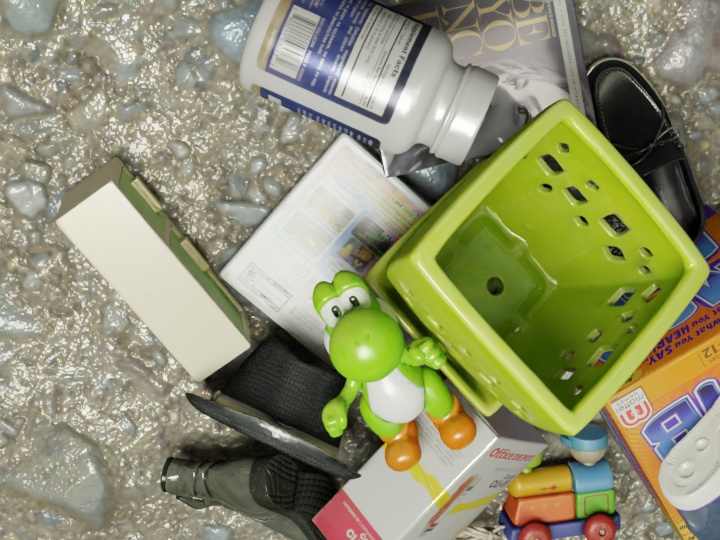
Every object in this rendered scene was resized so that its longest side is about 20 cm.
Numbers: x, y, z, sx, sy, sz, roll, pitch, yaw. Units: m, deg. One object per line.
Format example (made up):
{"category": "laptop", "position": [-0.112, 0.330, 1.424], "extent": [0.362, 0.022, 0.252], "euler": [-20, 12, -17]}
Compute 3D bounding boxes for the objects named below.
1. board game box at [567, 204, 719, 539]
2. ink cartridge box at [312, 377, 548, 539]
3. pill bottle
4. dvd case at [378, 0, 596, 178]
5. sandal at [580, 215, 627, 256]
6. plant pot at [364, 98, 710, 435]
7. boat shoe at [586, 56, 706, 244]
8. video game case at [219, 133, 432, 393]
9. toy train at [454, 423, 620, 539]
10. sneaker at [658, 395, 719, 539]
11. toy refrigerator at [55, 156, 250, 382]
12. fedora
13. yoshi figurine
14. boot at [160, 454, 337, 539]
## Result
{"category": "board game box", "position": [0.325, 0.097, 1.052], "extent": [0.200, 0.200, 0.200], "euler": [-32, 113, 5]}
{"category": "ink cartridge box", "position": [0.072, 0.208, 1.087], "extent": [0.200, 0.083, 0.145], "euler": [-49, 151, 12]}
{"category": "pill bottle", "position": [0.009, -0.165, 0.916], "extent": [0.200, 0.111, 0.111], "euler": [24, 108, 0]}
{"category": "dvd case", "position": [0.103, -0.178, 0.987], "extent": [0.200, 0.016, 0.149], "euler": [-13, 102, -3]}
{"category": "sandal", "position": [0.163, -0.029, 1.063], "extent": [0.200, 0.048, 0.075], "euler": [-5, 112, 8]}
{"category": "plant pot", "position": [0.135, 0.005, 0.933], "extent": [0.200, 0.181, 0.199], "euler": [48, 70, -8]}
{"category": "boat shoe", "position": [0.266, -0.106, 1.014], "extent": [0.075, 0.062, 0.200], "euler": [-24, 94, 2]}
{"category": "video game case", "position": [0.000, 0.000, 1.041], "extent": [0.200, 0.024, 0.182], "euler": [40, 102, -11]}
{"category": "toy train", "position": [0.170, 0.230, 1.154], "extent": [0.200, 0.085, 0.116], "euler": [-5, 103, -6]}
{"category": "sneaker", "position": [0.362, 0.162, 0.940], "extent": [0.200, 0.081, 0.146], "euler": [-44, 120, 6]}
{"category": "toy refrigerator", "position": [-0.183, -0.002, 1.000], "extent": [0.070, 0.076, 0.200], "euler": [-35, 113, 7]}
{"category": "fedora", "position": [-0.066, 0.122, 1.026], "extent": [0.200, 0.201, 0.092], "euler": [29, 81, -19]}
{"category": "yoshi figurine", "position": [0.022, 0.093, 0.929], "extent": [0.112, 0.112, 0.200], "euler": [-51, 126, -28]}
{"category": "boot", "position": [-0.108, 0.230, 1.115], "extent": [0.130, 0.068, 0.200], "euler": [-3, 148, 24]}
